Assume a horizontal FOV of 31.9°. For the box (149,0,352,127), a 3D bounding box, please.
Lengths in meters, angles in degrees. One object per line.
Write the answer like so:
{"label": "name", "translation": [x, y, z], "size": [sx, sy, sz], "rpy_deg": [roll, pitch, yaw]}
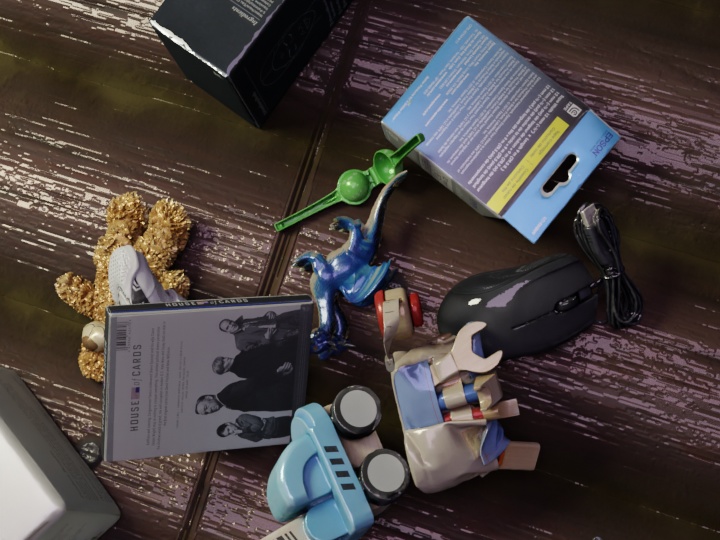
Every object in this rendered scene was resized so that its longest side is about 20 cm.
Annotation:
{"label": "box", "translation": [-0.100, -0.274, 1.284], "size": [0.106, 0.149, 0.201], "rpy_deg": [34, 83, 13]}

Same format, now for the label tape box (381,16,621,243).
{"label": "label tape box", "translation": [0.140, -0.136, 1.268], "size": [0.199, 0.066, 0.144], "rpy_deg": [39, 85, 11]}

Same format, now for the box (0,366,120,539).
{"label": "box", "translation": [-0.378, 0.219, 1.195], "size": [0.200, 0.171, 0.199], "rpy_deg": [-41, 76, -4]}

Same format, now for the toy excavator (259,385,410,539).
{"label": "toy excavator", "translation": [-0.052, 0.230, 1.157], "size": [0.198, 0.100, 0.197], "rpy_deg": [-19, 73, -20]}

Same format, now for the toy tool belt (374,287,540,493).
{"label": "toy tool belt", "translation": [0.092, 0.103, 1.169], "size": [0.121, 0.125, 0.203], "rpy_deg": [-12, 103, 5]}

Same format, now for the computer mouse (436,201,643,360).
{"label": "computer mouse", "translation": [0.168, 0.031, 1.209], "size": [0.197, 0.053, 0.140], "rpy_deg": [-22, 112, 7]}

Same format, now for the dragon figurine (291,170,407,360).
{"label": "dragon figurine", "translation": [0.000, 0.000, 1.255], "size": [0.200, 0.059, 0.100], "rpy_deg": [-44, 78, 0]}

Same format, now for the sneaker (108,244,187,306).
{"label": "sneaker", "translation": [-0.165, 0.050, 1.220], "size": [0.114, 0.075, 0.202], "rpy_deg": [-28, 116, -20]}

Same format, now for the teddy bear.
{"label": "teddy bear", "translation": [-0.239, 0.014, 1.278], "size": [0.144, 0.067, 0.202], "rpy_deg": [28, 82, 14]}

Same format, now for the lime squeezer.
{"label": "lime squeezer", "translation": [0.002, -0.088, 1.275], "size": [0.199, 0.071, 0.038], "rpy_deg": [-29, 102, 32]}

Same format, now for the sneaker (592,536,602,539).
{"label": "sneaker", "translation": [0.203, 0.316, 1.159], "size": [0.197, 0.078, 0.142], "rpy_deg": [6, 76, -2]}

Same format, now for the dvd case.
{"label": "dvd case", "translation": [-0.144, 0.101, 1.187], "size": [0.197, 0.025, 0.153], "rpy_deg": [-2, 111, -23]}
